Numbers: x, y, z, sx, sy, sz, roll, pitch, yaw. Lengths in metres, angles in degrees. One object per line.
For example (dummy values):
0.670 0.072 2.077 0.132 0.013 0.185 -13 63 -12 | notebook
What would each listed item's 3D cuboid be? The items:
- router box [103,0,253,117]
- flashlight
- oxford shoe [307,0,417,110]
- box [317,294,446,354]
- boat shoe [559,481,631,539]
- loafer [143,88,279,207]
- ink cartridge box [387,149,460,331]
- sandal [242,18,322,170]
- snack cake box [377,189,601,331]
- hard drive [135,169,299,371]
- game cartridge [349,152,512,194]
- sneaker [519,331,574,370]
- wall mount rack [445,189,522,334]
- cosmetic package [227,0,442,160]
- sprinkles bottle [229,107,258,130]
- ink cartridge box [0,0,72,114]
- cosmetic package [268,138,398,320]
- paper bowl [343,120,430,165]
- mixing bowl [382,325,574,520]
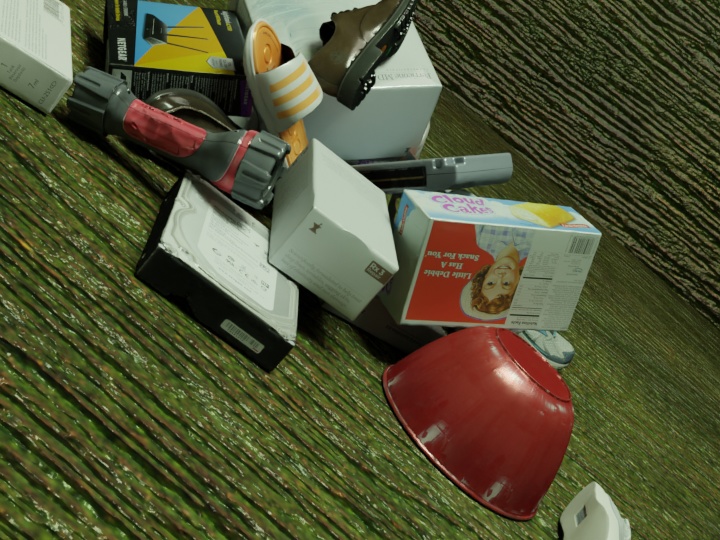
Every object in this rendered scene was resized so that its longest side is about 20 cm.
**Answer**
-0.198 -0.230 1.231 0.148 0.051 0.200 3 31 -16 | router box
-0.164 -0.123 1.033 0.199 0.068 0.068 25 21 2 | flashlight
0.004 -0.263 1.249 0.084 0.073 0.200 28 51 9 | oxford shoe
0.000 0.000 1.241 0.156 0.041 0.200 30 21 -34 | box
0.223 0.260 1.058 0.068 0.072 0.200 42 7 2 | boat shoe
-0.143 -0.118 1.151 0.200 0.073 0.071 22 25 -50 | loafer
0.110 -0.028 1.371 0.047 0.160 0.200 -22 58 -32 | ink cartridge box
-0.063 -0.166 1.182 0.079 0.059 0.207 -68 149 -47 | sandal
0.127 -0.007 1.144 0.199 0.116 0.067 4 26 -26 | snack cake box
-0.115 -0.007 0.997 0.140 0.038 0.200 38 16 -15 | hard drive
0.058 -0.104 1.257 0.133 0.199 0.041 -17 103 -50 | game cartridge
0.226 0.062 1.531 0.200 0.086 0.078 33 19 -29 | sneaker
0.105 -0.005 1.280 0.173 0.201 0.074 19 27 38 | wall mount rack
-0.039 -0.238 1.342 0.198 0.123 0.201 -6 56 -21 | cosmetic package
-0.178 -0.214 1.333 0.068 0.068 0.200 28 20 -39 | sprinkles bottle
-0.347 -0.243 1.049 0.176 0.045 0.200 34 17 -29 | ink cartridge box
-0.028 -0.044 1.101 0.102 0.074 0.200 36 19 -15 | cosmetic package
-0.020 -0.176 1.444 0.200 0.105 0.201 9 49 -11 | paper bowl
0.131 0.127 1.100 0.200 0.108 0.200 39 17 -14 | mixing bowl
